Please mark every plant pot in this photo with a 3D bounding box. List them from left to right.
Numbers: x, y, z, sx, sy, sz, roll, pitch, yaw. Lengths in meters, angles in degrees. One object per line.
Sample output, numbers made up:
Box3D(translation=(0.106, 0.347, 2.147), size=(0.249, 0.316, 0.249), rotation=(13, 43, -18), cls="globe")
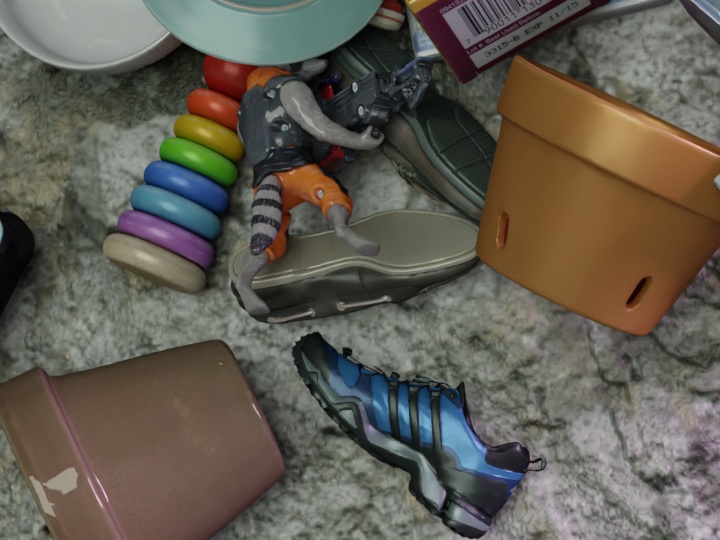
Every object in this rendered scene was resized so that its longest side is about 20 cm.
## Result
Box3D(translation=(-0.155, 0.139, 1.623), size=(0.174, 0.200, 0.201), rotation=(-26, 77, -8), cls="plant pot")
Box3D(translation=(0.169, -0.047, 1.536), size=(0.199, 0.200, 0.141), rotation=(28, 100, 17), cls="plant pot")

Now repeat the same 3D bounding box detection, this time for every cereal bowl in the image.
Box3D(translation=(-0.193, -0.247, 1.714), size=(0.198, 0.083, 0.202), rotation=(-2, 83, 16), cls="cereal bowl")

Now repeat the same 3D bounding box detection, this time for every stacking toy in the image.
Box3D(translation=(-0.124, -0.088, 1.686), size=(0.085, 0.085, 0.201), rotation=(20, 83, 17), cls="stacking toy")

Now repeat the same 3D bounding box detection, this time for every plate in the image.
Box3D(translation=(-0.073, -0.242, 1.617), size=(0.198, 0.026, 0.202), rotation=(3, 62, -5), cls="plate")

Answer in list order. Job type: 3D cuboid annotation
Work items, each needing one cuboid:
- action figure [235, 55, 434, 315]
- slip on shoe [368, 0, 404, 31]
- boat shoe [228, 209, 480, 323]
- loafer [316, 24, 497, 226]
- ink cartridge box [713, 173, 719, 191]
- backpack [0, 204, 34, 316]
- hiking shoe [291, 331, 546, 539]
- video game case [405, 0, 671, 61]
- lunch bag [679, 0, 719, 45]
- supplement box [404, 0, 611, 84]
Box3D(translation=(-0.037, -0.091, 1.594), size=(0.200, 0.104, 0.195), rotation=(-38, 49, 39), cls="action figure")
Box3D(translation=(-0.034, -0.257, 1.675), size=(0.061, 0.074, 0.200), rotation=(-48, 69, 18), cls="slip on shoe")
Box3D(translation=(0.000, 0.000, 1.653), size=(0.198, 0.057, 0.067), rotation=(-7, 46, 11), cls="boat shoe")
Box3D(translation=(0.042, -0.100, 1.649), size=(0.200, 0.072, 0.063), rotation=(49, 131, 19), cls="loafer")
Box3D(translation=(0.357, -0.071, 1.482), size=(0.200, 0.200, 0.041), rotation=(-39, 50, 8), cls="ink cartridge box")
Box3D(translation=(-0.370, -0.003, 1.700), size=(0.199, 0.153, 0.177), rotation=(26, 89, 7), cls="backpack")
Box3D(translation=(0.038, 0.106, 1.622), size=(0.200, 0.074, 0.087), rotation=(42, 88, 6), cls="hiking shoe")
Box3D(translation=(0.121, -0.267, 1.659), size=(0.198, 0.022, 0.184), rotation=(-13, 80, 14), cls="video game case")
Box3D(translation=(0.283, -0.210, 1.529), size=(0.200, 0.169, 0.128), rotation=(38, 96, 17), cls="lunch bag")
Box3D(translation=(0.079, -0.256, 1.567), size=(0.130, 0.103, 0.201), rotation=(-28, 51, 12), cls="supplement box")
